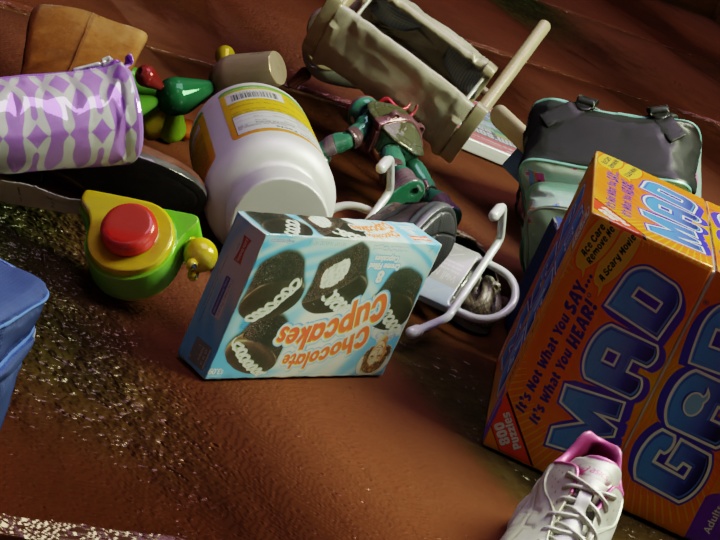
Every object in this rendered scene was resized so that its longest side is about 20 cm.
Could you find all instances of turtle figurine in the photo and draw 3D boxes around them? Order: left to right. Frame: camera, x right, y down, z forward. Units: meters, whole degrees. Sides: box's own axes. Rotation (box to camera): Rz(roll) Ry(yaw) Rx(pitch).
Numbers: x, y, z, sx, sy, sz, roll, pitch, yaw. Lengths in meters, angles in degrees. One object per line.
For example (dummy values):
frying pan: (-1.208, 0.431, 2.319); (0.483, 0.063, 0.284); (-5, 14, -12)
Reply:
turtle figurine: (0.019, -0.112, 1.891); (0.149, 0.101, 0.200); (11, 28, -36)

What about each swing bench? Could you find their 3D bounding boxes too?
swing bench: (0.060, -0.230, 2.035); (0.198, 0.130, 0.200); (38, 45, 1)

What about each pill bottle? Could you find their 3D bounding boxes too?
pill bottle: (-0.081, -0.075, 1.617); (0.110, 0.112, 0.200); (19, 19, -18)

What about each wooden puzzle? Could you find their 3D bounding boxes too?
wooden puzzle: (0.221, -0.069, 2.040); (0.200, 0.046, 0.185); (41, 6, -47)

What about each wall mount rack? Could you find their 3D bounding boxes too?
wall mount rack: (0.032, -0.008, 1.641); (0.199, 0.075, 0.174); (24, 55, 19)

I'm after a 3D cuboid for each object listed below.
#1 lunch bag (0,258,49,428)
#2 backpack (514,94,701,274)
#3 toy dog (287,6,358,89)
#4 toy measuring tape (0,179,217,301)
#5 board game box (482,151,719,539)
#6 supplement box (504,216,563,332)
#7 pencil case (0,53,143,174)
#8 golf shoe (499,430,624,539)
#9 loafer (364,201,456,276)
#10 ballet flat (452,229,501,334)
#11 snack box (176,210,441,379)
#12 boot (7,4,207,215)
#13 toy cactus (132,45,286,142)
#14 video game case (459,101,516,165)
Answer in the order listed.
lunch bag: (-0.254, 0.040, 1.031); (0.135, 0.133, 0.200); (26, 18, 3)
backpack: (0.230, -0.046, 1.814); (0.174, 0.201, 0.155); (7, 58, 9)
toy dog: (-0.002, -0.202, 2.161); (0.200, 0.096, 0.132); (44, 18, 9)
toy measuring tape: (-0.201, -0.020, 1.409); (0.198, 0.074, 0.074); (11, 15, 11)
board game box: (0.230, 0.057, 1.512); (0.198, 0.201, 0.200); (24, 18, 0)
supplement box: (0.241, 0.051, 1.694); (0.198, 0.110, 0.109); (22, 18, -11)
pencil case: (-0.258, -0.115, 1.451); (0.198, 0.087, 0.084); (-7, 13, -23)
golf shoe: (0.130, 0.167, 1.254); (0.075, 0.092, 0.200); (27, 19, 2)
loafer: (0.000, 0.000, 1.546); (0.063, 0.073, 0.200); (17, 36, 34)
ballet flat: (0.101, 0.000, 1.755); (0.067, 0.047, 0.200); (23, 18, -7)
snack box: (-0.034, 0.020, 1.406); (0.037, 0.117, 0.199); (37, 22, 34)
boot: (-0.206, -0.132, 1.610); (0.186, 0.069, 0.201); (12, 39, -2)
toy cactus: (-0.143, -0.172, 1.745); (0.164, 0.103, 0.199); (-12, -4, 27)
video game case: (0.128, -0.178, 2.340); (0.142, 0.018, 0.200); (21, 18, -12)
